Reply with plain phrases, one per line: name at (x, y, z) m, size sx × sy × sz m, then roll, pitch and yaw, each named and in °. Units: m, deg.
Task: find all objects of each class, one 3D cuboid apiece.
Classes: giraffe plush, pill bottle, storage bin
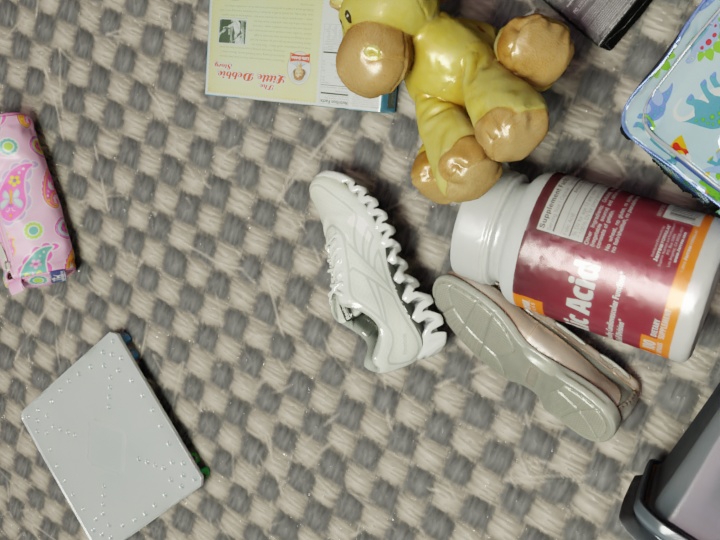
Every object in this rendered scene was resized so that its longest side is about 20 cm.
giraffe plush at (0.052, -0.170, 0.684) m, size 0.161 × 0.201 × 0.172 m, roll 27°, pitch 142°, yaw -19°
pill bottle at (0.181, -0.012, 0.709) m, size 0.199 × 0.114 × 0.115 m, roll 19°, pitch 106°, yaw 24°
storage bin at (0.290, 0.148, 0.641) m, size 0.145 × 0.200 × 0.135 m, roll 31°, pitch 101°, yaw 20°

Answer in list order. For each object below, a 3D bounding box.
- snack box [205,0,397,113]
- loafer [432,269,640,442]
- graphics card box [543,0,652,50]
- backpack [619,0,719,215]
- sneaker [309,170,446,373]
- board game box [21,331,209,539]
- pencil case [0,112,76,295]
snack box at (-0.057, -0.217, 0.842) m, size 0.198 × 0.037 × 0.117 m, roll 11°, pitch 102°, yaw 25°
loafer at (0.152, 0.064, 0.774) m, size 0.200 × 0.063 × 0.072 m, roll 41°, pitch 147°, yaw 19°
graphics card box at (0.165, -0.289, 0.711) m, size 0.200 × 0.051 × 0.126 m, roll 45°, pitch 114°, yaw 16°
backpack at (0.304, -0.109, 0.613) m, size 0.200 × 0.147 × 0.184 m, roll 41°, pitch 116°, yaw 13°
sneaker at (0.000, 0.000, 0.812) m, size 0.201 × 0.081 × 0.075 m, roll 61°, pitch 160°, yaw 9°
board game box at (-0.289, 0.202, 1.033) m, size 0.200 × 0.026 × 0.201 m, roll -37°, pitch 81°, yaw 26°
pencil case at (-0.390, -0.076, 1.010) m, size 0.087 × 0.087 × 0.202 m, roll -16°, pitch 89°, yaw 28°
